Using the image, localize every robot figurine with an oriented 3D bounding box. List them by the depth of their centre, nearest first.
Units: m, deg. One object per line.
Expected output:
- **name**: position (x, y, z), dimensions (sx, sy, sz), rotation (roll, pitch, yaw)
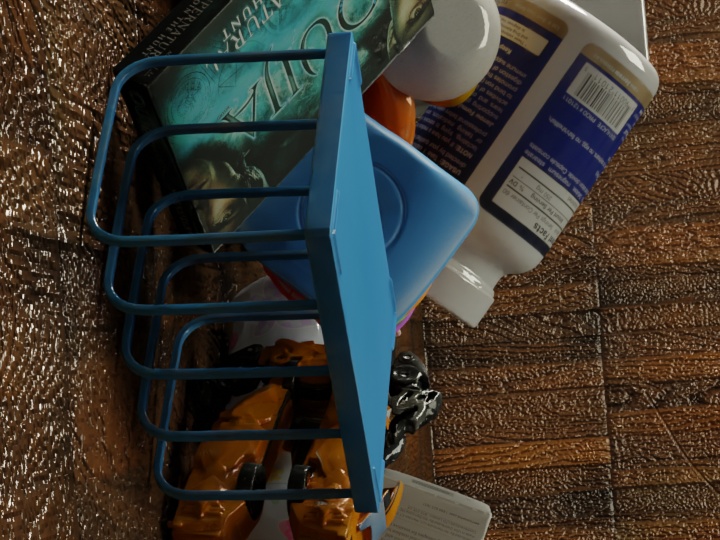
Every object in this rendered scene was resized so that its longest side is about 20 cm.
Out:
- **robot figurine**: position (-0.034, 0.102, 1.426), dimensions (0.200, 0.144, 0.059), rotation (-66, 157, -59)

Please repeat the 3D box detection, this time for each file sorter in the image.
- **file sorter**: position (-0.055, 0.005, 1.284), dimensions (0.201, 0.122, 0.139), rotation (81, 10, -45)

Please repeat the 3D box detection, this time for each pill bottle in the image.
- **pill bottle**: position (0.089, -0.071, 1.629), dimensions (0.201, 0.115, 0.116), rotation (-55, 173, -1)

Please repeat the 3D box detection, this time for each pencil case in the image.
- **pencil case**: position (-0.046, 0.092, 1.568), dimensions (0.083, 0.090, 0.201), rotation (48, 26, -33)

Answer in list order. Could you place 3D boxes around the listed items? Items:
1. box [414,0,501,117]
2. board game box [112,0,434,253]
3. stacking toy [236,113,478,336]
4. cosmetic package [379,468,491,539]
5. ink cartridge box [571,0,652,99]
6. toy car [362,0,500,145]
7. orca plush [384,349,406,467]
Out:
- **box**: position (0.007, -0.203, 1.772), dimensions (0.171, 0.197, 0.202), rotation (-30, 114, -84)
- **board game box**: position (-0.041, -0.122, 1.377), dimensions (0.200, 0.028, 0.136), rotation (-48, 145, -23)
- **stacking toy**: position (0.000, 0.000, 1.525), dimensions (0.110, 0.116, 0.200), rotation (-50, 166, -13)
- **cosmetic package**: position (0.017, 0.242, 1.746), dimensions (0.108, 0.084, 0.201), rotation (18, 91, -88)
- **ink cartridge box**: position (0.151, -0.202, 1.791), dimensions (0.200, 0.084, 0.147), rotation (-84, 167, -71)
- **toy car**: position (-0.027, -0.147, 1.545), dimensions (0.200, 0.150, 0.175), rotation (46, -14, -14)
- **orca plush**: position (-0.024, 0.095, 1.775), dimensions (0.071, 0.104, 0.201), rotation (107, -12, -56)
